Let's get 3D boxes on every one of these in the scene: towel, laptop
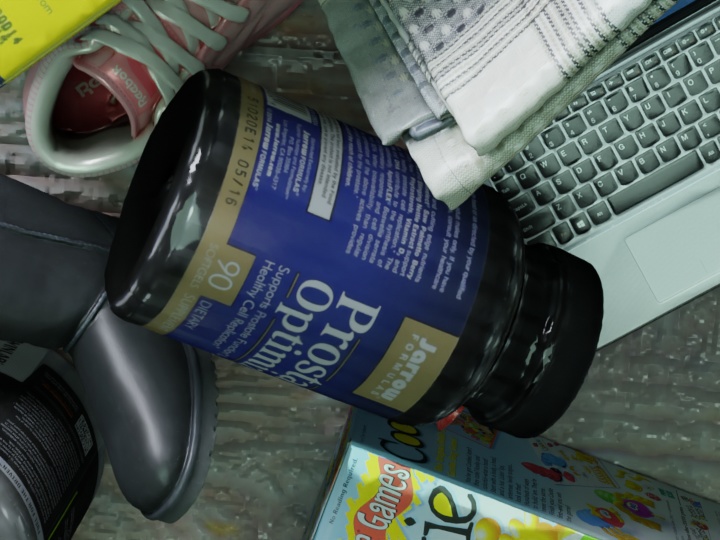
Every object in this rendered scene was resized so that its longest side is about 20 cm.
[{"bbox_3d":[0.059,-0.150,0.643,0.200,0.194,0.034,-44,140,20],"label":"towel"},{"bbox_3d":[0.131,-0.067,0.752,0.186,0.116,0.201,-28,101,11],"label":"laptop"}]

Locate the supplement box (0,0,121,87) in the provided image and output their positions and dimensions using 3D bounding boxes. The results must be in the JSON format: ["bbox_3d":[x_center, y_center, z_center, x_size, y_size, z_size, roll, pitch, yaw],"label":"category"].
[{"bbox_3d":[-0.092,-0.173,0.619,0.199,0.110,0.109,-34,109,7],"label":"supplement box"}]

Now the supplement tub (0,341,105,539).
[{"bbox_3d":[-0.197,0.112,0.778,0.121,0.200,0.124,1,105,3],"label":"supplement tub"}]

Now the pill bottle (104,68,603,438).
[{"bbox_3d":[0.000,0.000,0.714,0.198,0.112,0.113,22,106,-18],"label":"pill bottle"}]

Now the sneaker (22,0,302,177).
[{"bbox_3d":[-0.078,-0.116,0.755,0.200,0.105,0.075,-39,110,13],"label":"sneaker"}]

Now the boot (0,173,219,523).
[{"bbox_3d":[-0.166,0.022,0.742,0.198,0.166,0.066,20,129,-29],"label":"boot"}]

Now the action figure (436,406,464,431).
[{"bbox_3d":[-0.019,-0.007,0.807,0.200,0.052,0.066,42,79,3],"label":"action figure"}]

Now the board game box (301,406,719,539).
[{"bbox_3d":[0.074,0.145,0.818,0.198,0.105,0.104,21,106,-1],"label":"board game box"}]
